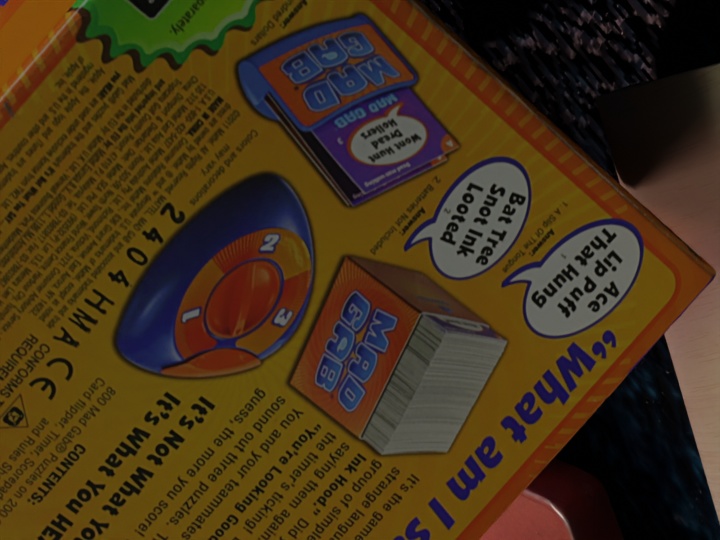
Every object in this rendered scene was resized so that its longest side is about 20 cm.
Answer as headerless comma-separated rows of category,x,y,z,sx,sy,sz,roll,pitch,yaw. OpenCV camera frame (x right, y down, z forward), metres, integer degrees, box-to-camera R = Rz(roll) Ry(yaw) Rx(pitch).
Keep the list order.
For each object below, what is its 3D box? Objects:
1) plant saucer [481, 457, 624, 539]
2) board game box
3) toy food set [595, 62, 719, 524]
plant saucer,0.053,0.128,0.932,0.200,0.037,0.200,20,141,49
board game box,-0.062,-0.017,0.696,0.200,0.200,0.200,39,-175,-30
toy food set,0.152,0.001,0.657,0.200,0.060,0.144,-12,95,60
